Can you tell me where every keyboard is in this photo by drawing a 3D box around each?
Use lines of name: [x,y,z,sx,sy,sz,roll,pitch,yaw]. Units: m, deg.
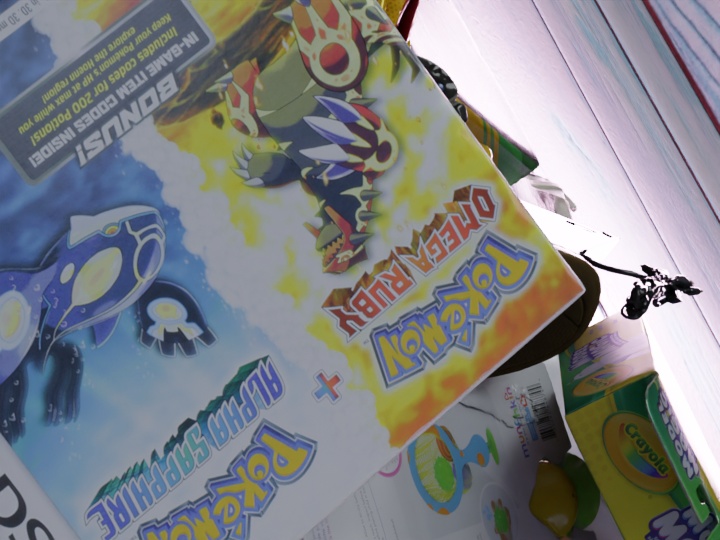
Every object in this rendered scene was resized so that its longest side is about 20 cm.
keyboard: [0.084,-0.006,1.336,0.127,0.021,0.200,22,10,13]

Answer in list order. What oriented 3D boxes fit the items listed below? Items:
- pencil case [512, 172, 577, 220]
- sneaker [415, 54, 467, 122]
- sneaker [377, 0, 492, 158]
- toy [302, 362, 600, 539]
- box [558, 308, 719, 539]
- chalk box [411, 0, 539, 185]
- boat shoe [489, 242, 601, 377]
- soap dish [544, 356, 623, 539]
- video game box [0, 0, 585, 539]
pencil case: [0.058,-0.044,1.679,0.078,0.089,0.200,61,12,25]
sneaker: [-0.061,-0.066,1.257,0.199,0.077,0.085,18,-19,-16]
sneaker: [-0.022,-0.101,1.069,0.200,0.077,0.073,56,13,5]
toy: [0.027,0.109,1.197,0.200,0.047,0.116,-12,85,-53]
box: [0.129,0.089,1.282,0.118,0.048,0.200,63,4,-6]
chalk box: [-0.026,-0.093,1.410,0.200,0.124,0.125,34,26,-58]
boat shoe: [0.000,0.000,1.196,0.199,0.073,0.065,3,32,-26]
soap dish: [0.037,0.057,1.353,0.200,0.081,0.158,44,17,-43]
video game box: [-0.060,-0.004,0.886,0.182,0.200,0.047,54,-20,-11]
